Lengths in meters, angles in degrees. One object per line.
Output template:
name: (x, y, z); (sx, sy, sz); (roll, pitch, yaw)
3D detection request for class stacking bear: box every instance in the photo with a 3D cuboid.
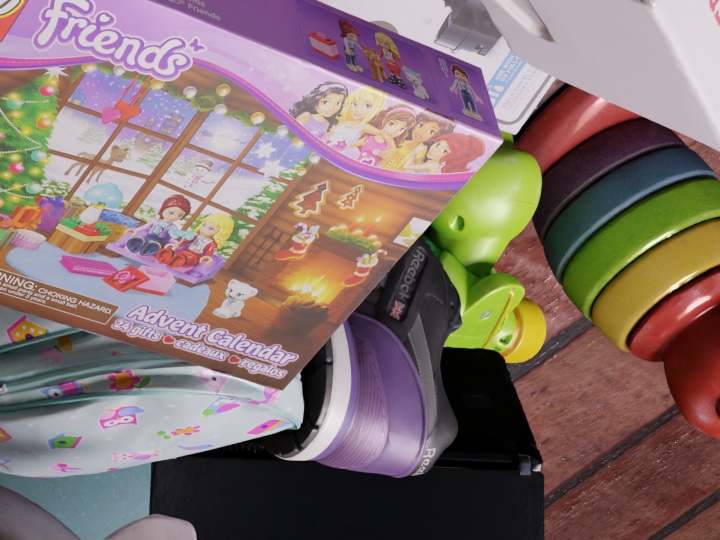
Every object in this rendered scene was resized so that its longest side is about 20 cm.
stacking bear: (0.171, 0.001, 1.229); (0.114, 0.200, 0.121); (-39, 157, 18)

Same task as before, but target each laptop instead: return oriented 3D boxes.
laptop: (-0.012, 0.115, 1.034); (0.177, 0.200, 0.104); (4, 111, -8)

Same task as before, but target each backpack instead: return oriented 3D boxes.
backpack: (-0.114, 0.020, 0.943); (0.199, 0.127, 0.167); (-13, 171, 23)

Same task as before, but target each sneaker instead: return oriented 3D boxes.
sneaker: (0.000, 0.000, 1.011); (0.087, 0.201, 0.076); (16, 149, -30)

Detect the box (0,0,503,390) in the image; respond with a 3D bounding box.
box: (-0.074, -0.039, 0.724); (0.200, 0.039, 0.137); (19, 129, -30)

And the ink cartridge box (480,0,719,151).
ink cartridge box: (0.116, -0.154, 0.680); (0.200, 0.085, 0.148); (-61, 157, -4)

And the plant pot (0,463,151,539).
plant pot: (-0.136, 0.119, 1.173); (0.200, 0.135, 0.200); (-26, 157, -12)

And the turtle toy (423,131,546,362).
turtle toy: (0.024, 0.010, 1.192); (0.200, 0.101, 0.146); (-42, 153, 24)

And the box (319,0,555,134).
box: (-0.006, -0.131, 0.792); (0.200, 0.060, 0.117); (17, 127, -27)

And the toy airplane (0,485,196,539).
toy airplane: (-0.158, 0.110, 0.859); (0.199, 0.142, 0.199); (-11, 173, 27)
